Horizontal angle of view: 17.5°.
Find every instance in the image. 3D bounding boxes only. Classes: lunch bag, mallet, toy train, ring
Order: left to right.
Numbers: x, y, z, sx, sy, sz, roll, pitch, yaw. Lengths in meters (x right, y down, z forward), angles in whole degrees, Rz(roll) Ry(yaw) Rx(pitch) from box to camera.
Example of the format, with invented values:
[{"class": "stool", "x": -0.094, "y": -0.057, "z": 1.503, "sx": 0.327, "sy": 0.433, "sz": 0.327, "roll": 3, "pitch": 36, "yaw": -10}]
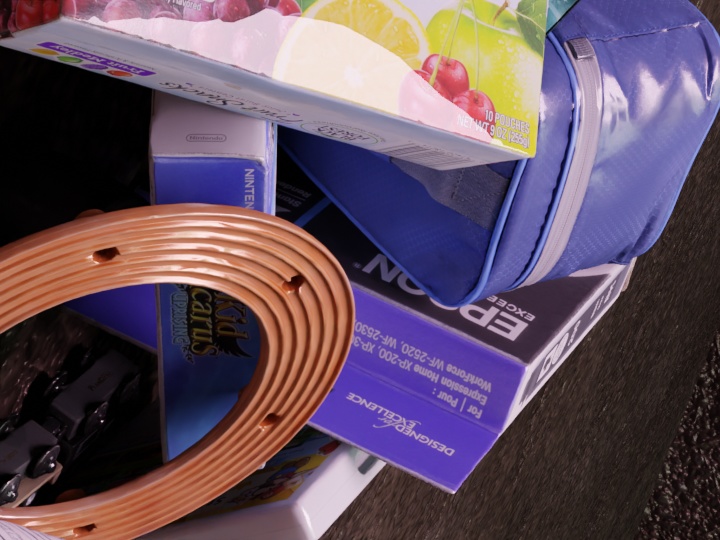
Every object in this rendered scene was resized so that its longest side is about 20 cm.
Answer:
[{"class": "mallet", "x": -0.150, "y": 0.032, "z": 0.840, "sx": 0.200, "sy": 0.065, "sz": 0.041, "roll": -53, "pitch": 145, "yaw": -33}, {"class": "toy train", "x": -0.156, "y": 0.091, "z": 0.984, "sx": 0.200, "sy": 0.034, "sz": 0.046, "roll": -42, "pitch": 164, "yaw": -53}, {"class": "ring", "x": -0.096, "y": 0.041, "z": 0.820, "sx": 0.199, "sy": 0.019, "sz": 0.201, "roll": -19, "pitch": 147, "yaw": -13}, {"class": "lunch bag", "x": 0.040, "y": -0.089, "z": 1.015, "sx": 0.132, "sy": 0.200, "sz": 0.137, "roll": -13, "pitch": 134, "yaw": -39}]

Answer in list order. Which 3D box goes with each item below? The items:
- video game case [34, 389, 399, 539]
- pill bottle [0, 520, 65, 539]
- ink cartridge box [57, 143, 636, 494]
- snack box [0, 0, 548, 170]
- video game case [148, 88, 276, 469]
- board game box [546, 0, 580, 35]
[{"class": "video game case", "x": -0.061, "y": 0.087, "z": 1.050, "sx": 0.182, "sy": 0.199, "sz": 0.023, "roll": -42, "pitch": 112, "yaw": -53}, {"class": "pill bottle", "x": -0.142, "y": 0.136, "z": 0.804, "sx": 0.200, "sy": 0.106, "sz": 0.107, "roll": 27, "pitch": 89, "yaw": -52}, {"class": "ink cartridge box", "x": 0.000, "y": 0.000, "z": 1.037, "sx": 0.200, "sy": 0.197, "sz": 0.044, "roll": -43, "pitch": 152, "yaw": -54}, {"class": "snack box", "x": -0.022, "y": -0.124, "z": 0.769, "sx": 0.199, "sy": 0.053, "sz": 0.143, "roll": 13, "pitch": 77, "yaw": -40}, {"class": "video game case", "x": -0.055, "y": -0.052, "z": 0.906, "sx": 0.201, "sy": 0.045, "sz": 0.182, "roll": 95, "pitch": -5, "yaw": -54}, {"class": "board game box", "x": 0.006, "y": -0.161, "z": 0.865, "sx": 0.028, "sy": 0.201, "sz": 0.135, "roll": -15, "pitch": -158, "yaw": 43}]
